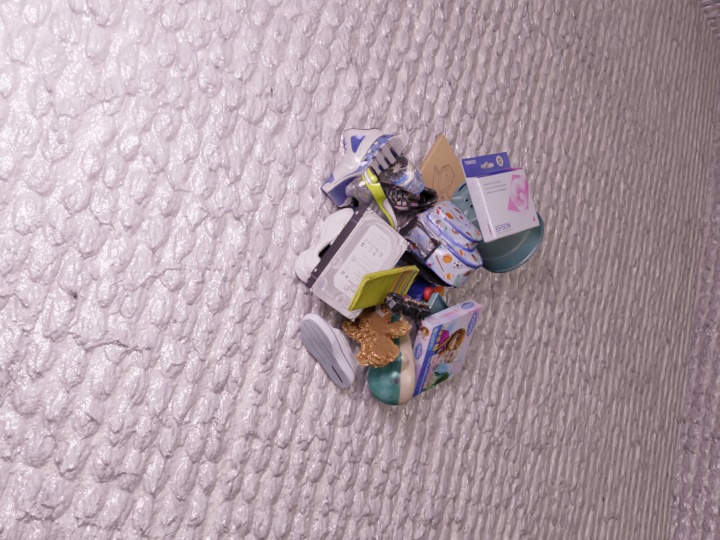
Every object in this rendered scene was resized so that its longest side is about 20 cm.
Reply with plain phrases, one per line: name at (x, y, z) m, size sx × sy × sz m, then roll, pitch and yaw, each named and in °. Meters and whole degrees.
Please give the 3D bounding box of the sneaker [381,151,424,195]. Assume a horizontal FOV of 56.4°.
sneaker at (0.091, -0.219, 1.501) m, size 0.085 × 0.201 × 0.077 m, roll 37°, pitch 107°, yaw -26°

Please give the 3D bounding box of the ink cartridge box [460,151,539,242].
ink cartridge box at (0.334, -0.182, 1.591) m, size 0.195 × 0.043 × 0.203 m, roll -17°, pitch 91°, yaw -42°

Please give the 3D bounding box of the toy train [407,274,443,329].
toy train at (0.188, 0.050, 1.653) m, size 0.199 × 0.084 × 0.117 m, roll -39°, pitch 126°, yaw -39°

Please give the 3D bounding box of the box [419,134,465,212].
box at (0.203, -0.217, 1.712) m, size 0.164 × 0.021 × 0.201 m, roll 52°, pitch 54°, yaw -32°

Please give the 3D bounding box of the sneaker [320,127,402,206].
sneaker at (-0.012, -0.237, 1.458) m, size 0.199 × 0.115 × 0.081 m, roll -42°, pitch 141°, yaw -3°

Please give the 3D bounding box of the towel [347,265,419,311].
towel at (0.050, 0.037, 1.376) m, size 0.199 × 0.018 × 0.087 m, roll -9°, pitch 129°, yaw -55°

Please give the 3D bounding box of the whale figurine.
whale figurine at (0.066, 0.198, 1.500) m, size 0.102 × 0.159 × 0.204 m, roll 0°, pitch 83°, yaw -4°

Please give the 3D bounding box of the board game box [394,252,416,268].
board game box at (0.043, -0.026, 1.536) m, size 0.200 × 0.034 × 0.136 m, roll 42°, pitch 60°, yaw -36°

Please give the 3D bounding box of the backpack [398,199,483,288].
backpack at (0.197, -0.060, 1.550) m, size 0.191 × 0.154 × 0.200 m, roll 50°, pitch 29°, yaw 3°

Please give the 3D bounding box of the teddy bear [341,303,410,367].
teddy bear at (0.030, 0.121, 1.441) m, size 0.143 × 0.067 × 0.202 m, roll -15°, pitch 55°, yaw -21°

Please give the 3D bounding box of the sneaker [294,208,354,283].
sneaker at (-0.048, -0.056, 1.395) m, size 0.078 × 0.099 × 0.201 m, roll 46°, pitch 57°, yaw -22°

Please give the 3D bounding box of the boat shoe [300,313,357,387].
boat shoe at (-0.064, 0.156, 1.408) m, size 0.202 × 0.072 × 0.067 m, roll 67°, pitch 34°, yaw -33°

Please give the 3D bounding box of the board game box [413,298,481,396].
board game box at (0.197, 0.185, 1.618) m, size 0.198 × 0.041 × 0.203 m, roll -18°, pitch 130°, yaw -44°

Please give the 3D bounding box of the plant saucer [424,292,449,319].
plant saucer at (0.194, 0.118, 1.622) m, size 0.071 × 0.019 × 0.200 m, roll -60°, pitch 147°, yaw -12°

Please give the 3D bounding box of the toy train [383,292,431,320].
toy train at (0.102, 0.075, 1.446) m, size 0.034 × 0.046 × 0.199 m, roll -45°, pitch 154°, yaw 14°

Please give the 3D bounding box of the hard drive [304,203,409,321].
hard drive at (-0.005, -0.013, 1.344) m, size 0.139 × 0.038 × 0.201 m, roll 38°, pitch 89°, yaw -37°

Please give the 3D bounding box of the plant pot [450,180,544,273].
plant pot at (0.336, -0.131, 1.721) m, size 0.196 × 0.198 × 0.203 m, roll 40°, pitch 62°, yaw -36°

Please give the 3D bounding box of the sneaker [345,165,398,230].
sneaker at (0.024, -0.140, 1.444) m, size 0.201 × 0.080 × 0.075 m, roll 60°, pitch 10°, yaw -50°

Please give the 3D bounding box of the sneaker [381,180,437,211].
sneaker at (0.094, -0.174, 1.543) m, size 0.197 × 0.086 × 0.082 m, roll -11°, pitch 94°, yaw -33°
